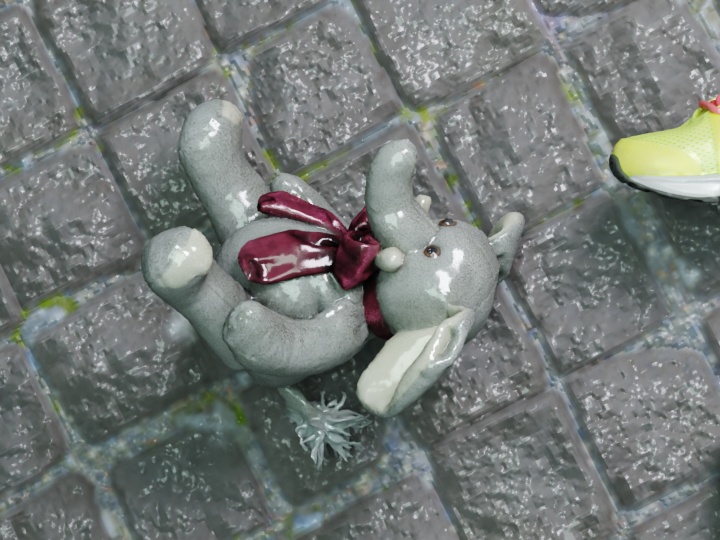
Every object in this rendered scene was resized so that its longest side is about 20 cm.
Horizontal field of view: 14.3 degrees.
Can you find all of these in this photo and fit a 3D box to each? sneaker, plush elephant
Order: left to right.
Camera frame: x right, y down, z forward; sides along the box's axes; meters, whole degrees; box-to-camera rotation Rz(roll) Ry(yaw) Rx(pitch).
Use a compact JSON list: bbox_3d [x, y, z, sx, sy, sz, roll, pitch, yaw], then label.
[{"bbox_3d":[0.000,0.000,1.501,0.154,0.165,0.200,-23,111,20],"label":"plush elephant"},{"bbox_3d":[0.224,-0.091,1.503,0.199,0.078,0.091,-14,100,-3],"label":"sneaker"}]
